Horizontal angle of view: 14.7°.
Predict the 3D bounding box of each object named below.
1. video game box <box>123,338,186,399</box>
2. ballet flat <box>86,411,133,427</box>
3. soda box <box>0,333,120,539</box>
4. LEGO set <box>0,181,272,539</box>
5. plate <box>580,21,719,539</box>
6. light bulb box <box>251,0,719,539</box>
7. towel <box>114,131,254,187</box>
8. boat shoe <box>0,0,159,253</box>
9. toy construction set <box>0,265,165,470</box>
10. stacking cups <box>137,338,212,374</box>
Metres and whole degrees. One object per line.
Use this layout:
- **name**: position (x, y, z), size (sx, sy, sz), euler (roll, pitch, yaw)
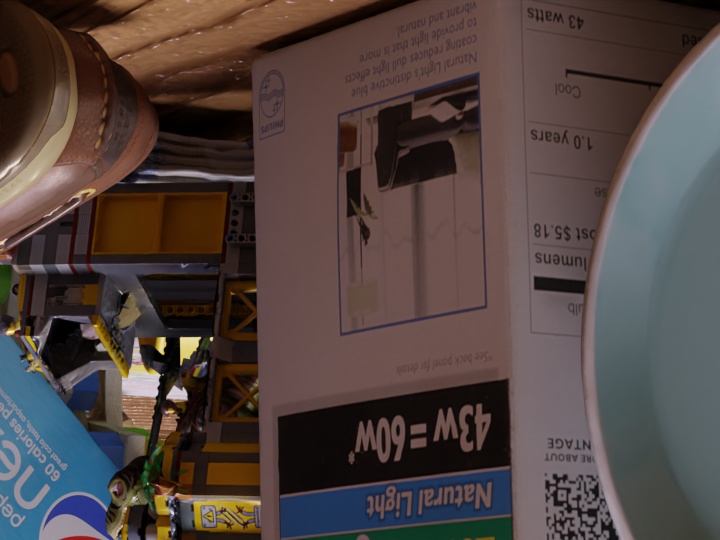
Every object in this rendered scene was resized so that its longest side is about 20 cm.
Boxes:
- **video game box**: position (-0.066, 0.028, 1.282), size (0.181, 0.047, 0.199), euler (-6, 171, 43)
- **ballet flat**: position (-0.175, 0.080, 1.386), size (0.068, 0.064, 0.200), euler (8, -176, -35)
- **soda box**: position (-0.139, 0.071, 0.980), size (0.068, 0.064, 0.200), euler (-6, 127, 48)
- **LEGO set**: position (-0.063, 0.056, 0.927), size (0.115, 0.155, 0.200), euler (0, 163, 10)
- **plate**: position (0.131, 0.020, 0.763), size (0.199, 0.202, 0.026), euler (5, 177, -34)
- **light bulb box**: position (0.081, 0.033, 0.828), size (0.197, 0.202, 0.124), euler (6, 169, -35)
- **towel**: position (-0.137, -0.036, 0.938), size (0.199, 0.024, 0.147), euler (6, 171, -30)
- **boat shoe**: position (-0.144, -0.015, 0.816), size (0.199, 0.073, 0.067), euler (-23, 156, 32)
- **toy construction set**: position (-0.142, 0.052, 1.110), size (0.092, 0.132, 0.200), euler (11, 153, -37)
- **stacking cups**: position (0.010, 0.014, 1.140), size (0.198, 0.061, 0.060), euler (1, 171, -14)
